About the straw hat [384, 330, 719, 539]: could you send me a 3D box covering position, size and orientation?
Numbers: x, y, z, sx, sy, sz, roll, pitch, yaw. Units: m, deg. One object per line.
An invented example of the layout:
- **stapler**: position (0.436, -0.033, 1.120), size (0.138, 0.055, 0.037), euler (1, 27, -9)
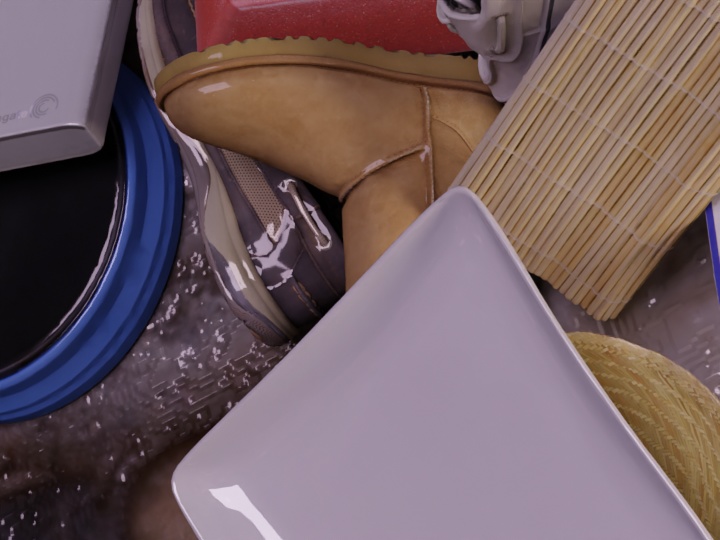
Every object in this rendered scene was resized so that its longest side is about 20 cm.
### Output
- **straw hat**: position (0.107, 0.128, 1.203), size (0.200, 0.085, 0.202), euler (-3, 84, 36)

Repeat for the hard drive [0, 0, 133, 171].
- **hard drive**: position (-0.172, -0.136, 1.445), size (0.131, 0.026, 0.201), euler (-9, 52, 25)

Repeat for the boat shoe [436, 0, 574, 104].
- **boat shoe**: position (0.061, -0.124, 1.217), size (0.065, 0.200, 0.072), euler (0, 74, -5)

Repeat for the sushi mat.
- **sushi mat**: position (0.108, -0.056, 1.194), size (0.095, 0.200, 0.012), euler (31, 50, -2)

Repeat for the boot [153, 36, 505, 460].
- **boot**: position (0.000, 0.000, 1.272), size (0.174, 0.066, 0.201), euler (1, 69, -13)

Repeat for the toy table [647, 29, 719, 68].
- **toy table**: position (0.173, -0.148, 1.202), size (0.199, 0.184, 0.118), euler (-12, 84, 25)

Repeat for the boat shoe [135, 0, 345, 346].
- **boat shoe**: position (-0.048, -0.062, 1.368), size (0.073, 0.074, 0.201), euler (-23, 69, 8)

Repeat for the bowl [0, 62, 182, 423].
- **bowl**: position (-0.182, -0.025, 1.448), size (0.200, 0.039, 0.202), euler (-10, 70, 28)

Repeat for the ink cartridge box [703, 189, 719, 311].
- **ink cartridge box**: position (0.235, -0.049, 1.177), size (0.199, 0.037, 0.095), euler (-18, 62, 26)

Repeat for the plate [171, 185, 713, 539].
- **plate**: position (0.035, 0.102, 1.183), size (0.200, 0.032, 0.200), euler (-45, 64, 24)

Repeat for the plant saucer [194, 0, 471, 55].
- **plant saucer**: position (0.014, -0.197, 1.347), size (0.199, 0.037, 0.201), euler (-6, 71, 8)
